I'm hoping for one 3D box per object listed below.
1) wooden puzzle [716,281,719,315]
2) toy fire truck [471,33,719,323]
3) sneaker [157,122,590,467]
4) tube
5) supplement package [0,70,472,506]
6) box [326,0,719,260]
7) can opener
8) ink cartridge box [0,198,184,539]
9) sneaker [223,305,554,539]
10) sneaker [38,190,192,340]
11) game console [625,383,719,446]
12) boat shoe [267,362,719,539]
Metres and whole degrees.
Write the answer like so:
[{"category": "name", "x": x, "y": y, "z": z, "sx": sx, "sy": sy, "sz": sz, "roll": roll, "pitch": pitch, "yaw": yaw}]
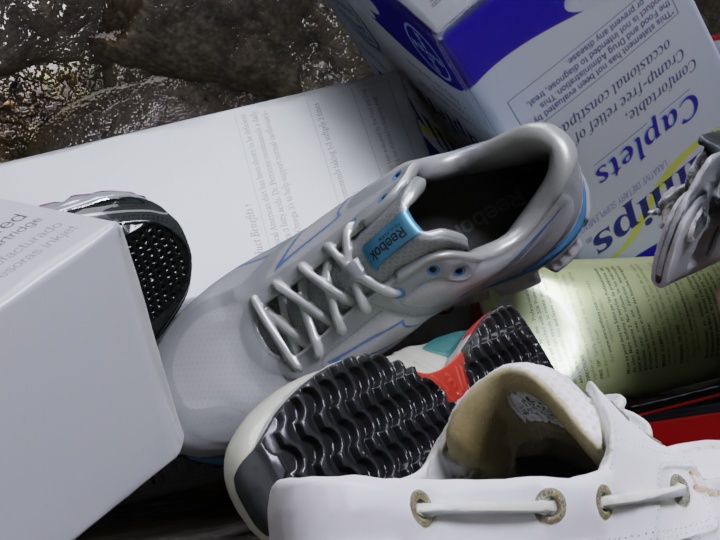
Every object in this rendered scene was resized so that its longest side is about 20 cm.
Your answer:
[{"category": "wooden puzzle", "x": 0.231, "y": 0.003, "z": 0.735, "sx": 0.184, "sy": 0.047, "sz": 0.200, "roll": -10, "pitch": 5, "yaw": 12}, {"category": "toy fire truck", "x": 0.141, "y": -0.029, "z": 0.990, "sx": 0.199, "sy": 0.169, "sz": 0.112, "roll": -7, "pitch": -8, "yaw": 44}, {"category": "sneaker", "x": 0.000, "y": 0.000, "z": 0.733, "sx": 0.200, "sy": 0.075, "sz": 0.087, "roll": -34, "pitch": -12, "yaw": -6}, {"category": "tube", "x": 0.137, "y": 0.021, "z": 0.846, "sx": 0.199, "sy": 0.052, "sz": 0.058, "roll": -7, "pitch": 31, "yaw": -32}, {"category": "supplement package", "x": -0.060, "y": 0.011, "z": 0.853, "sx": 0.199, "sy": 0.118, "sz": 0.117, "roll": -13, "pitch": 46, "yaw": -4}, {"category": "box", "x": 0.069, "y": -0.107, "z": 0.875, "sx": 0.105, "sy": 0.200, "sz": 0.184, "roll": -40, "pitch": 42, "yaw": -2}, {"category": "can opener", "x": 0.165, "y": -0.028, "z": 0.741, "sx": 0.066, "sy": 0.053, "sz": 0.200, "roll": 30, "pitch": 24, "yaw": 21}, {"category": "ink cartridge box", "x": -0.178, "y": 0.037, "z": 0.583, "sx": 0.199, "sy": 0.083, "sz": 0.147, "roll": 12, "pitch": 36, "yaw": 38}, {"category": "sneaker", "x": 0.000, "y": 0.070, "z": 0.670, "sx": 0.093, "sy": 0.071, "sz": 0.200, "roll": -32, "pitch": -6, "yaw": 29}, {"category": "sneaker", "x": -0.131, "y": 0.049, "z": 0.699, "sx": 0.200, "sy": 0.081, "sz": 0.086, "roll": -42, "pitch": 31, "yaw": -23}, {"category": "game console", "x": 0.176, "y": 0.054, "z": 0.749, "sx": 0.199, "sy": 0.031, "sz": 0.177, "roll": -9, "pitch": -5, "yaw": -35}, {"category": "boat shoe", "x": 0.049, "y": 0.056, "z": 0.476, "sx": 0.071, "sy": 0.070, "sz": 0.200, "roll": -10, "pitch": 0, "yaw": 35}]
